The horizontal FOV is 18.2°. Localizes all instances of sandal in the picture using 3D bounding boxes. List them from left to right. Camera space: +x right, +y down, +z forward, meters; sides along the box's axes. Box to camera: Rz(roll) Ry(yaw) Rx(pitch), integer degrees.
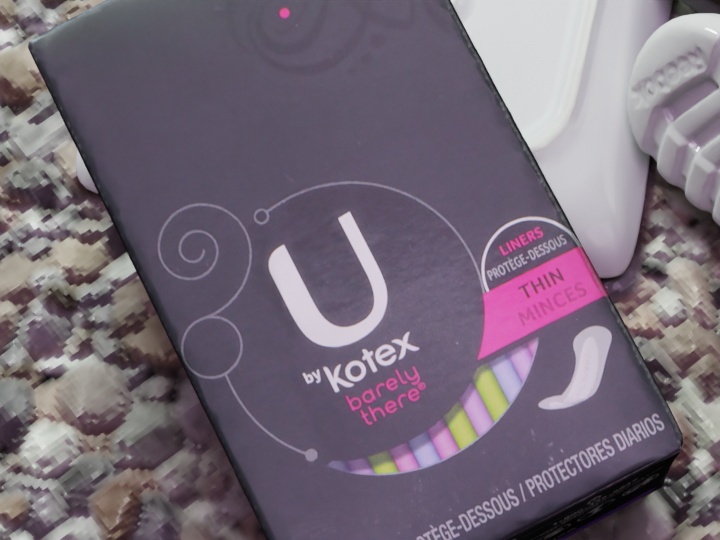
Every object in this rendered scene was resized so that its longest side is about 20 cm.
[{"bbox_3d":[0.173,-0.013,0.732,0.050,0.083,0.203,-25,68,-46],"label":"sandal"}]

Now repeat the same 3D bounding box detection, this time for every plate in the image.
[{"bbox_3d":[0.013,-0.107,0.798,0.199,0.032,0.200,10,69,8],"label":"plate"}]

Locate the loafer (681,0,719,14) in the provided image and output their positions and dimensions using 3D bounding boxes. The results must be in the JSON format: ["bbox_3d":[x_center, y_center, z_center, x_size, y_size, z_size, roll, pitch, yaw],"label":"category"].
[{"bbox_3d":[0.199,-0.122,0.768,0.199,0.070,0.076,1,67,3],"label":"loafer"}]

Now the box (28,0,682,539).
[{"bbox_3d":[0.000,0.000,0.693,0.122,0.106,0.200,-28,77,-1],"label":"box"}]
